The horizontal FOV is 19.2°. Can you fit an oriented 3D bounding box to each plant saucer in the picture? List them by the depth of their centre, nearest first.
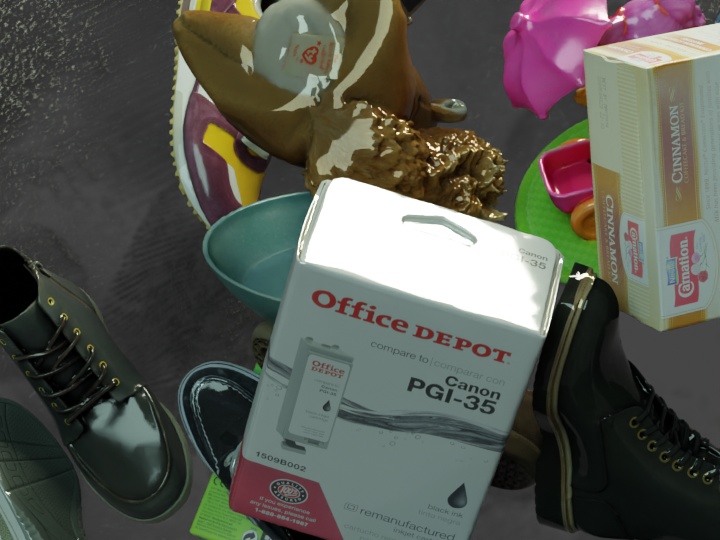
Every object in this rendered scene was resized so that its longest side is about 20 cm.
[{"bbox_3d":[0.000,0.000,1.342,0.200,0.200,0.036,13,115,24],"label":"plant saucer"}]

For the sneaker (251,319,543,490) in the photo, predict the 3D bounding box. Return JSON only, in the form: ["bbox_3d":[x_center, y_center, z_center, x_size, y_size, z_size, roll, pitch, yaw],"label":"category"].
[{"bbox_3d":[0.031,0.068,1.335,0.200,0.070,0.076,26,57,6],"label":"sneaker"}]

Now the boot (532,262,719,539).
[{"bbox_3d":[0.175,0.087,1.225,0.138,0.200,0.078,15,51,20],"label":"boot"}]

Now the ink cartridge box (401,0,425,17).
[{"bbox_3d":[0.011,-0.298,1.489,0.165,0.075,0.200,-45,61,-3],"label":"ink cartridge box"}]

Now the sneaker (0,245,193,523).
[{"bbox_3d":[-0.189,0.077,1.398,0.075,0.106,0.200,-38,62,2],"label":"sneaker"}]

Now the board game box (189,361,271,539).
[{"bbox_3d":[-0.031,0.093,1.379,0.095,0.030,0.200,16,79,23],"label":"board game box"}]

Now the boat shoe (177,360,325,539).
[{"bbox_3d":[-0.053,0.126,1.323,0.072,0.068,0.200,-40,64,2],"label":"boat shoe"}]

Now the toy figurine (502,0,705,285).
[{"bbox_3d":[0.166,-0.108,1.280,0.200,0.184,0.150,-20,48,7],"label":"toy figurine"}]

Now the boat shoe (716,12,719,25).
[{"bbox_3d":[0.318,-0.183,1.333,0.200,0.072,0.072,-14,66,15],"label":"boat shoe"}]

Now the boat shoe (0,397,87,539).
[{"bbox_3d":[-0.217,0.176,1.392,0.065,0.074,0.202,-39,67,28],"label":"boat shoe"}]

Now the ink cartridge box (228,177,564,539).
[{"bbox_3d":[0.017,0.063,1.214,0.146,0.200,0.083,17,39,1],"label":"ink cartridge box"}]

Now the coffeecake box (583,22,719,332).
[{"bbox_3d":[0.236,-0.065,1.225,0.200,0.154,0.073,-12,19,-21],"label":"coffeecake box"}]

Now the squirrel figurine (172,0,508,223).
[{"bbox_3d":[0.004,-0.093,1.353,0.141,0.187,0.200,-31,69,8],"label":"squirrel figurine"}]

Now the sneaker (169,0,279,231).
[{"bbox_3d":[-0.076,-0.118,1.451,0.090,0.075,0.200,-13,67,21],"label":"sneaker"}]
